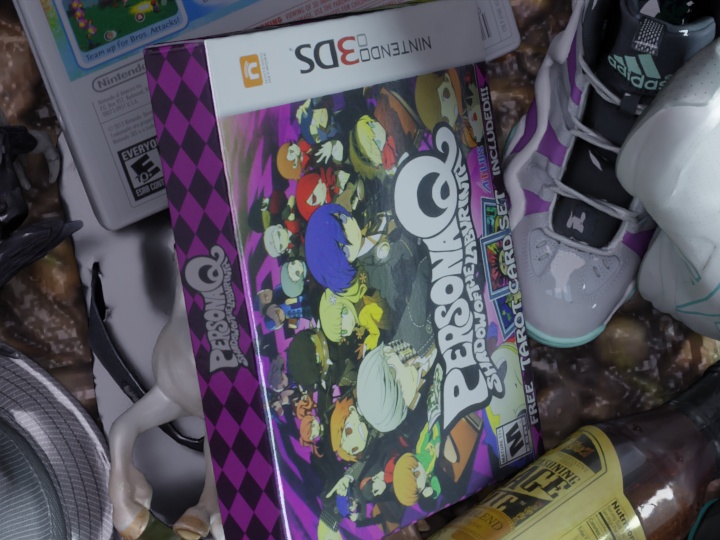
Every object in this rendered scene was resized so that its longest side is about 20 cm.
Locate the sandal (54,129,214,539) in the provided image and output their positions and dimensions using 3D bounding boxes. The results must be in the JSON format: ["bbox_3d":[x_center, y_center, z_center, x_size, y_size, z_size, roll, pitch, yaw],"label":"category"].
[{"bbox_3d":[-0.085,0.025,0.965,0.076,0.043,0.200,-20,88,-2],"label":"sandal"}]

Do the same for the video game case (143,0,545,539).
[{"bbox_3d":[0.000,0.000,0.887,0.036,0.181,0.200,-4,98,37],"label":"video game case"}]

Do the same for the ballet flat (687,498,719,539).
[{"bbox_3d":[0.144,0.189,0.943,0.068,0.068,0.200,19,87,-40],"label":"ballet flat"}]

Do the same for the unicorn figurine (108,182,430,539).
[{"bbox_3d":[-0.043,0.050,0.916,0.074,0.200,0.138,-5,60,35],"label":"unicorn figurine"}]

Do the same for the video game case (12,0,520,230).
[{"bbox_3d":[-0.046,-0.136,0.930,0.200,0.024,0.182,-25,114,-15],"label":"video game case"}]

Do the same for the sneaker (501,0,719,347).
[{"bbox_3d":[0.105,-0.068,0.926,0.078,0.140,0.200,14,86,-1],"label":"sneaker"}]

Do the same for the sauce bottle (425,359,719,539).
[{"bbox_3d":[0.092,0.101,0.935,0.200,0.066,0.066,-33,88,-26],"label":"sauce bottle"}]

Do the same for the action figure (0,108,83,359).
[{"bbox_3d":[-0.182,-0.037,0.938,0.119,0.102,0.200,-22,72,-2],"label":"action figure"}]

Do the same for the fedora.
[{"bbox_3d":[-0.196,0.118,0.933,0.200,0.090,0.177,-42,89,-3],"label":"fedora"}]

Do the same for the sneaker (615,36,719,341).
[{"bbox_3d":[0.152,-0.022,0.892,0.070,0.200,0.080,-45,64,-9],"label":"sneaker"}]
